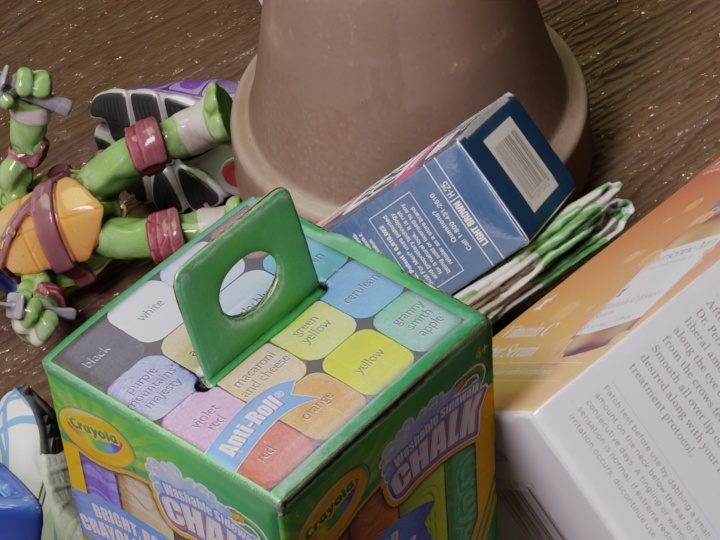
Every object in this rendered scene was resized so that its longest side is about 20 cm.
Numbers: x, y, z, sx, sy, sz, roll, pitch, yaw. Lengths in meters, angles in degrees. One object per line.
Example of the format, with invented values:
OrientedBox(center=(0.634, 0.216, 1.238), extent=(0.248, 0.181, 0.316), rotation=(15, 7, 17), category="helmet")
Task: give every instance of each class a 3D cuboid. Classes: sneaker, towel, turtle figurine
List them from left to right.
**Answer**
OrientedBox(center=(-0.165, 0.121, 1.142), extent=(0.072, 0.072, 0.200), rotation=(-35, 28, 3), category="sneaker")
OrientedBox(center=(-0.164, -0.039, 1.273), extent=(0.193, 0.200, 0.144), rotation=(-15, 47, 10), category="turtle figurine")
OrientedBox(center=(-0.069, -0.084, 1.378), extent=(0.199, 0.081, 0.083), rotation=(2, 27, 24), category="sneaker")
OrientedBox(center=(0.027, 0.035, 1.067), extent=(0.200, 0.023, 0.152), rotation=(-38, 4, -35), category="towel")

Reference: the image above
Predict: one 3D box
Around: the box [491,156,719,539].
OrientedBox(center=(0.144, 0.040, 0.942), extent=(0.200, 0.107, 0.152), rotation=(-38, 8, -16), category="box")

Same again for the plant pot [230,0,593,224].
OrientedBox(center=(0.020, -0.120, 1.196), extent=(0.199, 0.175, 0.201), rotation=(-4, 48, 4), category="plant pot")

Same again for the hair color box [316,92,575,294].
OrientedBox(center=(0.000, 0.000, 1.103), extent=(0.200, 0.061, 0.100), rotation=(-34, 4, 25), category="hair color box")

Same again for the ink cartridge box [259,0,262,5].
OrientedBox(center=(-0.016, -0.270, 1.534), extent=(0.199, 0.129, 0.125), rotation=(-19, 33, 15), category="ink cartridge box")

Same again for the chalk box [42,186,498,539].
OrientedBox(center=(-0.030, 0.064, 0.869), extent=(0.124, 0.201, 0.124), rotation=(28, 52, 31), category="chalk box")

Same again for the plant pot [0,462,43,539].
OrientedBox(center=(-0.263, 0.161, 0.992), extent=(0.199, 0.181, 0.200), rotation=(5, 5, -25), category="plant pot")
